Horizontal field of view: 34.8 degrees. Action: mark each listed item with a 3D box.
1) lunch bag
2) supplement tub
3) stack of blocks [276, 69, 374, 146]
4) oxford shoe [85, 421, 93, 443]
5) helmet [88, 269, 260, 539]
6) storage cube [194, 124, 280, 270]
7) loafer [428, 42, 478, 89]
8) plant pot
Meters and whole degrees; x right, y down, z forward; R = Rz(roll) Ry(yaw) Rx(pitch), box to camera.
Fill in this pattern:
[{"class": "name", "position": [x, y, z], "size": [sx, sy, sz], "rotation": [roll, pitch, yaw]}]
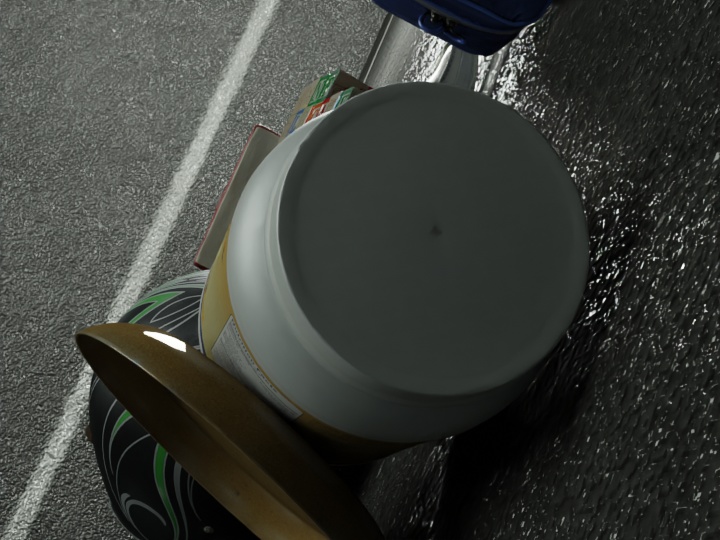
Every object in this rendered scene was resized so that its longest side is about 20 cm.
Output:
[{"class": "lunch bag", "position": [0.091, -0.259, 0.844], "size": [0.132, 0.136, 0.200], "rotation": [161, 132, -81]}, {"class": "supplement tub", "position": [0.007, 0.009, 0.517], "size": [0.200, 0.144, 0.145], "rotation": [134, 160, -71]}, {"class": "stack of blocks", "position": [-0.022, -0.097, 0.925], "size": [0.115, 0.059, 0.200], "rotation": [-64, 15, -6]}, {"class": "oxford shoe", "position": [-0.121, 0.101, 0.923], "size": [0.200, 0.071, 0.071], "rotation": [-24, -24, -18]}, {"class": "helmet", "position": [-0.087, 0.091, 0.802], "size": [0.200, 0.200, 0.191], "rotation": [-79, 4, -64]}, {"class": "storage cube", "position": [-0.085, -0.053, 1.349], "size": [0.180, 0.171, 0.200], "rotation": [-177, 111, -82]}, {"class": "loafer", "position": [0.044, -0.115, 0.985], "size": [0.070, 0.070, 0.200], "rotation": [141, 152, -76]}, {"class": "plant pot", "position": [-0.056, 0.092, 0.553], "size": [0.027, 0.200, 0.200], "rotation": [-47, 1, -18]}]
